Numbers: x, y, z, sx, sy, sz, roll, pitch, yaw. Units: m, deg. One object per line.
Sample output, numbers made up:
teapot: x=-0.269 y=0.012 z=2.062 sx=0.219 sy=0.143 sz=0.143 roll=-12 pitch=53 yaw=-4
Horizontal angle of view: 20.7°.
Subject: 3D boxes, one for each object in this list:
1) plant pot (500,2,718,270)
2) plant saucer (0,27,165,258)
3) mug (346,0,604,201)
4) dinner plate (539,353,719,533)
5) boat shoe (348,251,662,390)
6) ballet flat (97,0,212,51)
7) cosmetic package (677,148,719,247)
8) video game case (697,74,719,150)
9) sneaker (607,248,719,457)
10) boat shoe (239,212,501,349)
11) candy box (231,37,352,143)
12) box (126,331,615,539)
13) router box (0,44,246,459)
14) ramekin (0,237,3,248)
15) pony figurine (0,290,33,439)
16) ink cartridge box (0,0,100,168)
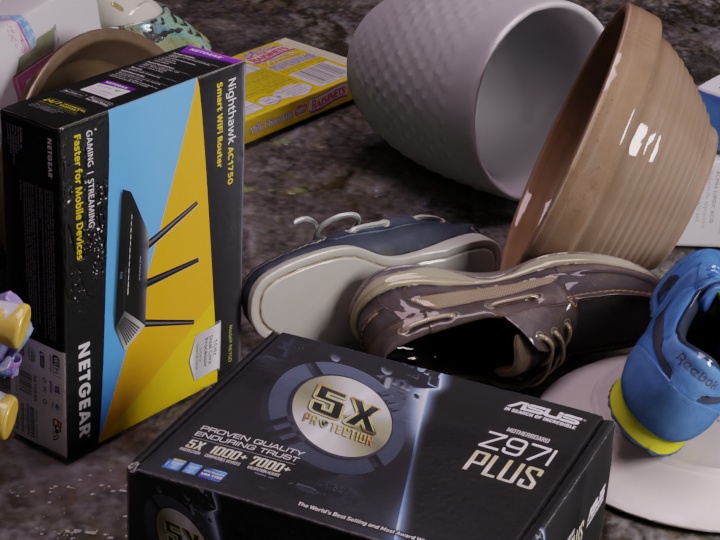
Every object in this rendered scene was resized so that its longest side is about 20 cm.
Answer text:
plant pot: x=0.171 y=-0.065 z=1.280 sx=0.092 sy=0.201 sz=0.201 roll=23 pitch=27 yaw=-2
plant saucer: x=-0.153 y=-0.045 z=1.191 sx=0.029 sy=0.201 sz=0.200 roll=0 pitch=22 yaw=32
mug: x=0.095 y=-0.135 z=1.475 sx=0.200 sy=0.148 sz=0.175 roll=21 pitch=1 yaw=-43
dinner plate: x=0.200 y=0.090 z=1.147 sx=0.199 sy=0.024 sz=0.200 roll=3 pitch=28 yaw=-1
boat shoe: x=0.094 y=0.040 z=1.195 sx=0.199 sy=0.075 sz=0.073 roll=-5 pitch=41 yaw=-6
ballet flat: x=-0.202 y=-0.180 z=1.366 sx=0.199 sy=0.074 sz=0.074 roll=3 pitch=26 yaw=-2
cosmetic package: x=0.284 y=-0.066 z=1.414 sx=0.199 sy=0.074 sz=0.102 roll=0 pitch=27 yaw=-4
video game case: x=0.361 y=-0.104 z=1.373 sx=0.200 sy=0.046 sz=0.181 roll=24 pitch=34 yaw=32
sneaker: x=0.203 y=0.031 z=1.133 sx=0.066 sy=0.078 sz=0.200 roll=38 pitch=33 yaw=1
boat shoe: x=0.000 y=0.000 z=1.244 sx=0.200 sy=0.075 sz=0.062 roll=-16 pitch=34 yaw=-36
candy box: x=-0.086 y=-0.141 z=1.569 sx=0.102 sy=0.026 sz=0.200 roll=20 pitch=30 yaw=34
box: x=0.007 y=0.121 z=0.990 sx=0.199 sy=0.086 sz=0.164 roll=14 pitch=28 yaw=21
router box: x=-0.131 y=-0.013 z=1.114 sx=0.051 sy=0.201 sz=0.149 roll=21 pitch=31 yaw=33
ramekin: x=-0.214 y=-0.092 z=1.375 sx=0.199 sy=0.098 sz=0.200 roll=3 pitch=27 yaw=-1
pony figurine: x=-0.280 y=0.038 z=1.045 sx=0.199 sy=0.167 sz=0.194 roll=13 pitch=61 yaw=5
ink cartridge box: x=-0.260 y=-0.115 z=1.190 sx=0.144 sy=0.085 sz=0.200 roll=2 pitch=23 yaw=20
